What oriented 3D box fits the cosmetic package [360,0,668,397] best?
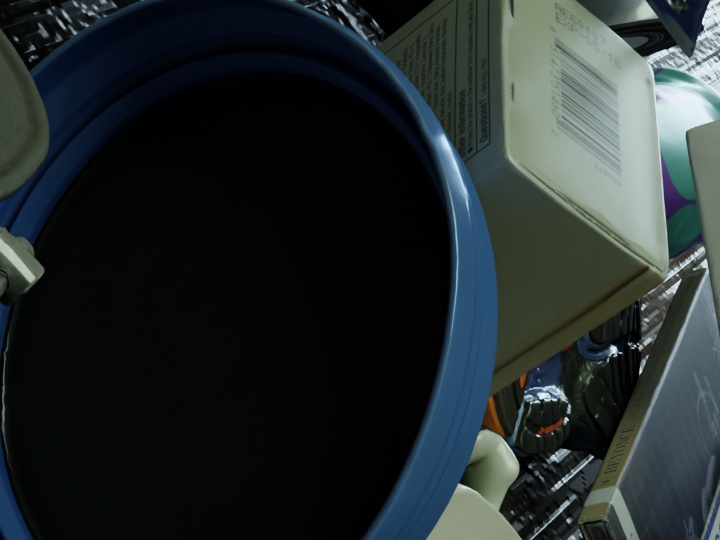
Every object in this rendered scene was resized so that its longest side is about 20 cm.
[{"bbox_3d":[0.000,0.000,0.767,0.073,0.200,0.104,34,38,-27],"label":"cosmetic package"}]

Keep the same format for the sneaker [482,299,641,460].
[{"bbox_3d":[0.058,0.034,0.927,0.200,0.078,0.076,17,79,-65],"label":"sneaker"}]

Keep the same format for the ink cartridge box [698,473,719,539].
[{"bbox_3d":[0.171,0.141,0.950,0.200,0.043,0.196,62,29,-19],"label":"ink cartridge box"}]

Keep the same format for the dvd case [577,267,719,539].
[{"bbox_3d":[0.140,0.109,0.968,0.149,0.016,0.200,67,27,-20],"label":"dvd case"}]

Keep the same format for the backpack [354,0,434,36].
[{"bbox_3d":[0.083,-0.160,1.045,0.151,0.177,0.200,58,19,13],"label":"backpack"}]

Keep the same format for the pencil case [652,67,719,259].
[{"bbox_3d":[0.085,-0.039,1.019,0.092,0.085,0.200,31,23,29],"label":"pencil case"}]

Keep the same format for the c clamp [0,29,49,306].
[{"bbox_3d":[-0.143,-0.073,0.617,0.200,0.027,0.171,50,21,-6],"label":"c clamp"}]

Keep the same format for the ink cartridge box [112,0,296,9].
[{"bbox_3d":[-0.053,-0.171,0.826,0.145,0.145,0.200,52,-3,-13],"label":"ink cartridge box"}]

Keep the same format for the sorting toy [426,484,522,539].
[{"bbox_3d":[0.040,0.165,0.695,0.200,0.107,0.180,-62,136,-56],"label":"sorting toy"}]

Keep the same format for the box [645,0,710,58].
[{"bbox_3d":[0.068,-0.173,0.796,0.200,0.048,0.122,52,-2,9],"label":"box"}]

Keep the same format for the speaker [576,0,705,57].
[{"bbox_3d":[0.071,-0.180,0.900,0.081,0.081,0.201,-2,80,-53],"label":"speaker"}]

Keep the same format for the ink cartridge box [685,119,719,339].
[{"bbox_3d":[0.190,0.044,0.919,0.116,0.067,0.201,23,56,-58],"label":"ink cartridge box"}]

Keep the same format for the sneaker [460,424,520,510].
[{"bbox_3d":[-0.002,0.115,0.772,0.075,0.076,0.200,43,35,-18],"label":"sneaker"}]

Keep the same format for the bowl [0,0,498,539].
[{"bbox_3d":[-0.049,0.019,0.690,0.039,0.200,0.201,24,41,-55],"label":"bowl"}]
